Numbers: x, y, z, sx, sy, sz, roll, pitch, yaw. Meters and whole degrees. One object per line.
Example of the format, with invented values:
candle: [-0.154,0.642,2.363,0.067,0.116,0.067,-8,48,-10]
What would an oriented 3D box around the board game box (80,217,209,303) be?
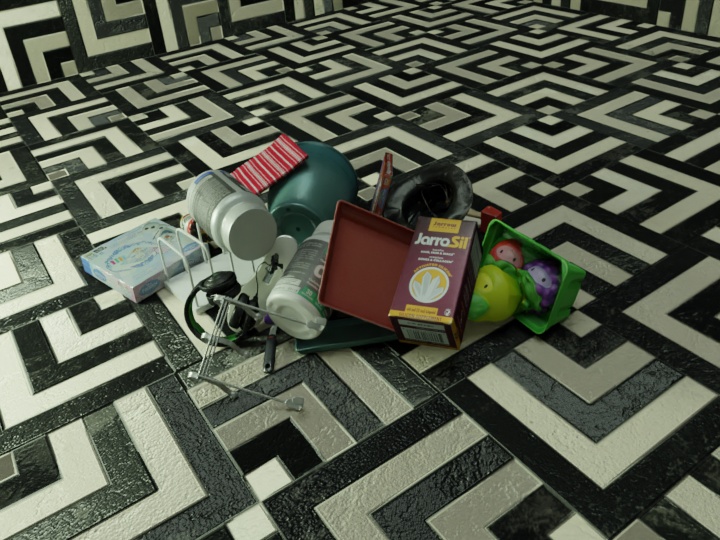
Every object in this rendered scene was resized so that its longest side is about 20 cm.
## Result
board game box: [-0.459,-0.028,1.447,0.196,0.044,0.199,22,42,34]

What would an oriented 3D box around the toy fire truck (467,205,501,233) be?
toy fire truck: [0.195,-0.112,1.476,0.139,0.050,0.198,-30,40,-33]

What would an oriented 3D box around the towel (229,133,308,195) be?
towel: [-0.212,-0.207,1.413,0.198,0.023,0.145,-36,37,-5]

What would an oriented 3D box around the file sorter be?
file sorter: [-0.291,-0.033,1.359,0.198,0.127,0.137,-30,40,-32]

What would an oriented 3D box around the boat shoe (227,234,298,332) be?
boat shoe: [-0.179,0.026,1.261,0.071,0.204,0.069,25,-6,7]

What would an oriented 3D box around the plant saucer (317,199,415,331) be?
plant saucer: [0.025,0.003,1.175,0.196,0.037,0.204,20,61,-18]

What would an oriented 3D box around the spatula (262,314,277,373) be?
spatula: [-0.157,0.112,1.215,0.055,0.021,0.202,-8,34,7]

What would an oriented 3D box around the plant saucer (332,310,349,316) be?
plant saucer: [0.000,0.000,1.285,0.196,0.032,0.203,-21,40,18]

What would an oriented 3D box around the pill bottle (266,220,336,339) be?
pill bottle: [-0.079,0.012,1.207,0.110,0.115,0.202,10,49,22]

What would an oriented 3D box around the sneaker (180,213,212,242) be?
sneaker: [-0.309,-0.113,1.493,0.081,0.080,0.197,19,19,42]

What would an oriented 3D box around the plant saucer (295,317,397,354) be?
plant saucer: [-0.020,0.112,1.201,0.194,0.019,0.071,-8,33,-4]

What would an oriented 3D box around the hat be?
hat: [0.143,-0.122,1.387,0.195,0.081,0.205,-11,56,16]

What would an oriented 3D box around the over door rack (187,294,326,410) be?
over door rack: [-0.165,0.136,1.097,0.194,0.067,0.151,12,67,6]

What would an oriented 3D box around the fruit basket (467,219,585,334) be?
fruit basket: [0.263,0.016,1.189,0.210,0.159,0.216,15,20,-6]

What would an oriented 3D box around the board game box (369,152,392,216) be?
board game box: [0.033,-0.129,1.389,0.019,0.204,0.104,12,32,-6]

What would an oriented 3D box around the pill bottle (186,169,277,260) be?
pill bottle: [-0.234,-0.101,1.227,0.112,0.116,0.199,-22,35,-24]

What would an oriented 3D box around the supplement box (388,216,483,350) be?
supplement box: [0.130,0.018,1.122,0.107,0.086,0.204,6,58,22]

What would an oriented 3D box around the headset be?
headset: [-0.221,0.046,1.191,0.198,0.124,0.094,-37,18,17]

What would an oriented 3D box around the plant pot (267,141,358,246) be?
plant pot: [-0.116,-0.138,1.436,0.194,0.204,0.190,2,39,11]
